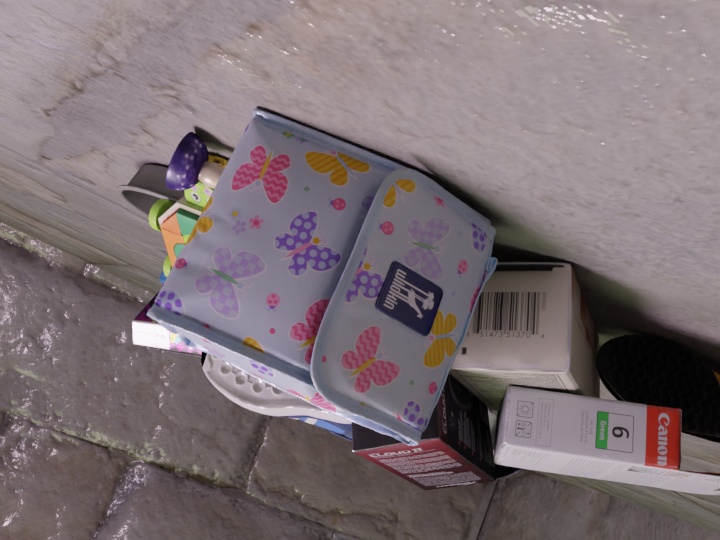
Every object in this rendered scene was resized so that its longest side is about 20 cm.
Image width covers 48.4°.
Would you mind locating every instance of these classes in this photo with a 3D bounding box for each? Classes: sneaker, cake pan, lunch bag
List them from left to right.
[{"bbox_3d":[-0.174,-0.061,0.902,0.198,0.037,0.200,23,169,5],"label":"cake pan"},{"bbox_3d":[-0.047,0.122,0.799,0.198,0.081,0.147,11,161,21],"label":"sneaker"},{"bbox_3d":[-0.017,0.006,0.563,0.198,0.171,0.127,25,166,7],"label":"lunch bag"},{"bbox_3d":[0.299,0.119,0.706,0.198,0.071,0.090,19,165,11],"label":"sneaker"}]

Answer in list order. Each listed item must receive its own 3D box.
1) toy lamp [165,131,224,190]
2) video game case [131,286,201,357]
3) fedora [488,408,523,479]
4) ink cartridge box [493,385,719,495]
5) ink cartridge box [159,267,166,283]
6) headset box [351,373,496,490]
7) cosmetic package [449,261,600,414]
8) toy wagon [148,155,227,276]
[{"bbox_3d":[-0.062,-0.054,0.673,0.198,0.059,0.058,26,169,0],"label":"toy lamp"},{"bbox_3d":[-0.139,0.038,0.923,0.179,0.036,0.200,8,-155,7],"label":"video game case"},{"bbox_3d":[0.117,0.120,0.863,0.199,0.202,0.092,18,148,23],"label":"fedora"},{"bbox_3d":[0.212,0.141,0.653,0.197,0.051,0.109,6,160,7],"label":"ink cartridge box"},{"bbox_3d":[-0.170,0.022,1.160,0.199,0.084,0.145,13,165,42],"label":"ink cartridge box"},{"bbox_3d":[0.051,0.094,0.687,0.074,0.150,0.200,-13,153,18],"label":"headset box"},{"bbox_3d":[0.145,0.067,0.687,0.102,0.088,0.200,-1,159,21],"label":"cosmetic package"},{"bbox_3d":[-0.138,-0.022,0.774,0.154,0.040,0.201,21,140,23],"label":"toy wagon"}]
